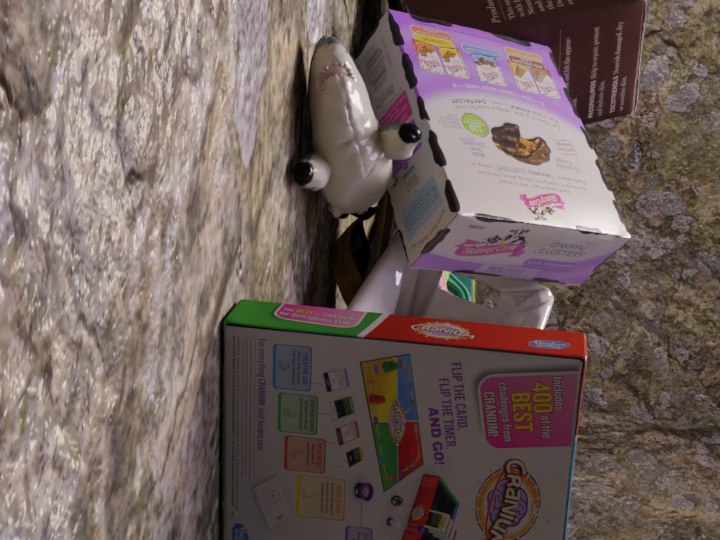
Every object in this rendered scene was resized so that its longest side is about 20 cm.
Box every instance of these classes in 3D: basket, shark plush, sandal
[{"bbox_3d":[0.044,0.085,0.975,0.200,0.135,0.124,-55,168,-46],"label":"basket"},{"bbox_3d":[-0.003,-0.089,0.938,0.200,0.091,0.083,57,9,-70],"label":"shark plush"},{"bbox_3d":[0.000,0.000,1.081,0.080,0.054,0.200,-45,155,-69],"label":"sandal"}]

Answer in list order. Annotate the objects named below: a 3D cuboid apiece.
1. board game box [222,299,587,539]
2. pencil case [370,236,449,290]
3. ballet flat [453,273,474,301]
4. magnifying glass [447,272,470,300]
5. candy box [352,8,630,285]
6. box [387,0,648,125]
[{"bbox_3d":[0.022,0.102,0.735,0.040,0.200,0.153,-63,157,-70],"label":"board game box"},{"bbox_3d":[0.055,-0.020,1.299,0.200,0.087,0.088,-75,168,-56],"label":"pencil case"},{"bbox_3d":[0.184,0.085,2.415,0.067,0.067,0.200,-134,-133,-83],"label":"ballet flat"},{"bbox_3d":[0.064,-0.007,1.373,0.200,0.079,0.022,-108,-152,-55],"label":"magnifying glass"},{"bbox_3d":[0.097,-0.093,1.000,0.072,0.167,0.200,-49,-134,42],"label":"candy box"},{"bbox_3d":[0.134,-0.228,1.159,0.164,0.200,0.166,76,1,-60],"label":"box"}]
